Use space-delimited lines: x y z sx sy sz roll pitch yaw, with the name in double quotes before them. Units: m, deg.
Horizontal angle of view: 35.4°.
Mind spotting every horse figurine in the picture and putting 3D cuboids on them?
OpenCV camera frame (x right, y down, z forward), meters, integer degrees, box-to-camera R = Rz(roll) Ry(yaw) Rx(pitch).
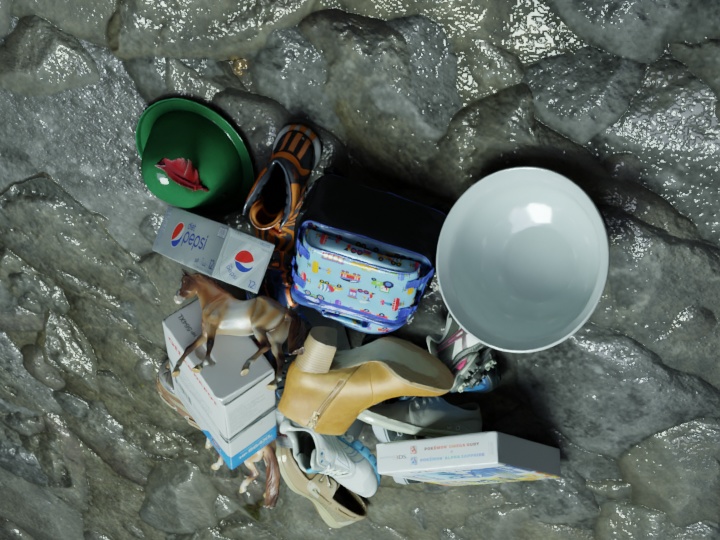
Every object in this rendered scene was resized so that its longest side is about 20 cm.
"horse figurine" -0.170 0.243 1.582 0.199 0.050 0.134 35 129 32
"horse figurine" -0.143 0.071 1.344 0.197 0.134 0.050 4 146 20

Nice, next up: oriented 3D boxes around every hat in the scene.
"hat" -0.236 -0.096 1.350 0.163 0.177 0.202 3 131 22

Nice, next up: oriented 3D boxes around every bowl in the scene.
"bowl" 0.190 -0.010 1.266 0.198 0.090 0.205 -2 86 23

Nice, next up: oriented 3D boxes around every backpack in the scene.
"backpack" 0.000 0.000 1.355 0.180 0.136 0.201 19 142 0

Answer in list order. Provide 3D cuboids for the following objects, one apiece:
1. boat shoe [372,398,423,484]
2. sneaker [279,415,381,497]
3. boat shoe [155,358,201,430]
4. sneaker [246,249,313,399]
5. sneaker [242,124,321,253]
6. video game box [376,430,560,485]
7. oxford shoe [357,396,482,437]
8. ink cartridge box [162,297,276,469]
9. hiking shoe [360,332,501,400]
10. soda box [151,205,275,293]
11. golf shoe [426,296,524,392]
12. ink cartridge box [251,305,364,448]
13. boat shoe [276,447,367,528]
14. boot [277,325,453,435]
"boat shoe" 0.062 0.229 1.586 0.056 0.069 0.202 0 135 20
"sneaker" -0.048 0.251 1.519 0.074 0.087 0.201 -22 119 34
"boat shoe" -0.226 0.208 1.697 0.200 0.076 0.072 42 141 -5
"sneaker" -0.104 0.067 1.436 0.078 0.074 0.204 18 119 59
"sneaker" -0.108 -0.073 1.359 0.076 0.113 0.202 20 135 7
"video game box" 0.147 0.254 1.506 0.180 0.048 0.199 -9 161 33
"oxford shoe" 0.079 0.190 1.501 0.197 0.059 0.075 11 180 -26
"ink cartridge box" -0.179 0.144 1.457 0.146 0.084 0.201 50 157 23
"hiking shoe" 0.084 0.142 1.478 0.197 0.087 0.075 7 132 19
"soda box" -0.184 -0.029 1.388 0.068 0.064 0.199 22 179 -32
"golf shoe" 0.152 0.059 1.380 0.088 0.077 0.201 51 120 23
"ink cartridge box" -0.084 0.150 1.565 0.143 0.084 0.202 3 130 23
"boat shoe" -0.058 0.316 1.717 0.064 0.072 0.201 -18 128 28
"boot" 0.004 0.152 1.406 0.198 0.071 0.145 17 126 -5
